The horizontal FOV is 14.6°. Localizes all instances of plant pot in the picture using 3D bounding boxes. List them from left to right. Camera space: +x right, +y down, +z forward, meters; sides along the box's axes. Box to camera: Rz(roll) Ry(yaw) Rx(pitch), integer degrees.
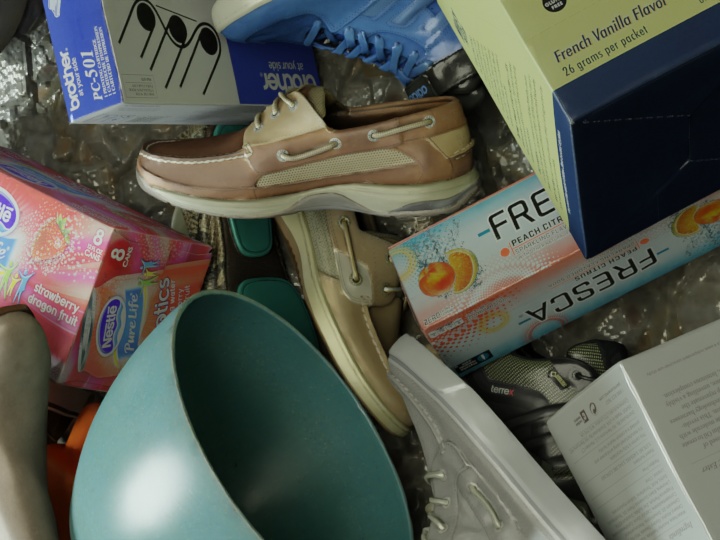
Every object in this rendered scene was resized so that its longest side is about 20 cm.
[{"bbox_3d":[-0.084,0.132,1.569,0.134,0.200,0.201,-36,77,24],"label":"plant pot"}]

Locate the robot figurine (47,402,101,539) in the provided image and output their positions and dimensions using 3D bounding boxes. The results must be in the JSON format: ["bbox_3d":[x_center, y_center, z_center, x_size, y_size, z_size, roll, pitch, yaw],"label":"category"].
[{"bbox_3d":[-0.167,0.185,1.694,0.143,0.117,0.201,26,99,19],"label":"robot figurine"}]

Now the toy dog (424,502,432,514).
[{"bbox_3d":[-0.002,0.236,1.623,0.199,0.139,0.195,-7,86,22],"label":"toy dog"}]

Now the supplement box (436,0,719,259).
[{"bbox_3d":[0.125,-0.150,1.476,0.134,0.200,0.201,-27,69,-4],"label":"supplement box"}]

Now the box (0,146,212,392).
[{"bbox_3d":[-0.199,-0.007,1.696,0.199,0.094,0.103,26,98,37],"label":"box"}]

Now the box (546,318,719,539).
[{"bbox_3d":[0.213,0.134,1.536,0.201,0.124,0.097,63,150,11],"label":"box"}]

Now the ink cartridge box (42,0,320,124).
[{"bbox_3d":[-0.102,-0.135,1.633,0.044,0.200,0.095,-17,83,33],"label":"ink cartridge box"}]

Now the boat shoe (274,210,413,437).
[{"bbox_3d":[0.000,0.000,1.663,0.065,0.072,0.201,-25,74,9],"label":"boat shoe"}]

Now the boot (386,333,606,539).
[{"bbox_3d":[0.055,0.130,1.553,0.095,0.074,0.200,-41,60,-1],"label":"boot"}]

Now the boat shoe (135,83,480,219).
[{"bbox_3d":[-0.031,-0.073,1.609,0.198,0.076,0.072,-1,109,5],"label":"boat shoe"}]

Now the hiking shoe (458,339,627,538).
[{"bbox_3d":[0.130,0.093,1.608,0.200,0.076,0.101,39,105,18],"label":"hiking shoe"}]

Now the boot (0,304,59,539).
[{"bbox_3d":[-0.194,0.136,1.575,0.201,0.070,0.147,110,144,-47],"label":"boot"}]

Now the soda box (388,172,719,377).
[{"bbox_3d":[0.121,-0.019,1.591,0.199,0.068,0.064,-26,56,6],"label":"soda box"}]

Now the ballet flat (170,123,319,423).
[{"bbox_3d":[-0.076,0.006,1.702,0.075,0.068,0.201,-27,73,40],"label":"ballet flat"}]

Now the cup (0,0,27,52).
[{"bbox_3d":[-0.282,-0.187,1.734,0.199,0.143,0.202,0,89,21],"label":"cup"}]

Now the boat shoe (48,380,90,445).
[{"bbox_3d":[-0.222,0.080,1.671,0.070,0.200,0.064,25,88,23],"label":"boat shoe"}]

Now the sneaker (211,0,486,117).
[{"bbox_3d":[0.019,-0.131,1.624,0.199,0.077,0.112,-13,85,-17],"label":"sneaker"}]
